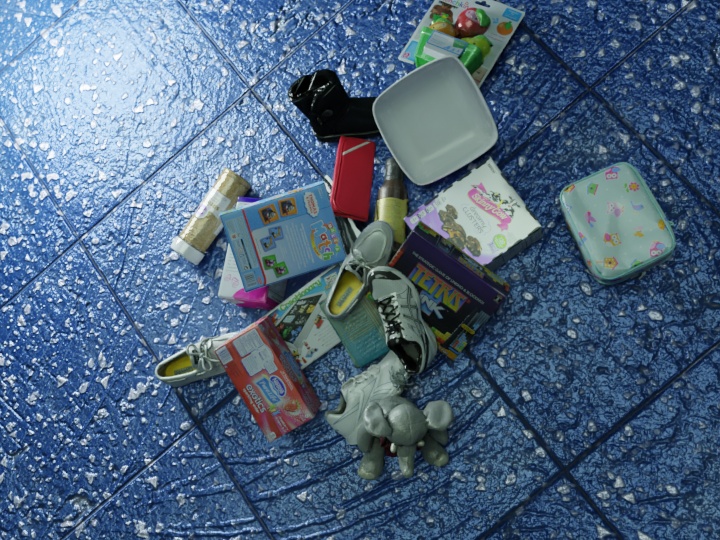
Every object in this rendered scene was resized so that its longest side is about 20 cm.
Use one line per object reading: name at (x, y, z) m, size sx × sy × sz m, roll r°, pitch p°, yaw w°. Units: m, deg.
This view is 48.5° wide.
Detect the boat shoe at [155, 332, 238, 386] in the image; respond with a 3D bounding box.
boat shoe at (-0.308, 0.168, 1.547) m, size 0.201 × 0.086 × 0.075 m, roll -19°, pitch 72°, yaw 10°

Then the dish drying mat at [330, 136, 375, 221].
dish drying mat at (-0.014, -0.182, 1.549) m, size 0.076 × 0.018 × 0.201 m, roll 12°, pitch 53°, yaw -8°

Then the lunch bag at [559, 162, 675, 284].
lunch bag at (0.458, -0.081, 1.414) m, size 0.160 × 0.077 × 0.201 m, roll -25°, pitch 72°, yaw 7°

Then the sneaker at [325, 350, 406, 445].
sneaker at (0.015, 0.218, 1.446) m, size 0.087 × 0.074 × 0.201 m, roll 36°, pitch 85°, yaw -16°

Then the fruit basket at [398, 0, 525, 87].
fruit basket at (0.198, -0.467, 1.573) m, size 0.184 × 0.094 × 0.201 m, roll 28°, pitch 82°, yaw 20°

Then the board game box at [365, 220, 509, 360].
board game box at (0.135, 0.037, 1.414) m, size 0.199 × 0.057 × 0.166 m, roll 35°, pitch 120°, yaw 1°

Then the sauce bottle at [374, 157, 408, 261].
sauce bottle at (0.061, -0.120, 1.535) m, size 0.064 × 0.065 × 0.201 m, roll 1°, pitch 71°, yaw 15°

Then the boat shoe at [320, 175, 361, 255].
boat shoe at (-0.041, -0.092, 1.553) m, size 0.060 × 0.076 × 0.201 m, roll -28°, pitch 70°, yaw 1°

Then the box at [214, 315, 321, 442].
box at (-0.168, 0.197, 1.469) m, size 0.099 × 0.095 × 0.201 m, roll -31°, pitch 93°, yaw 10°

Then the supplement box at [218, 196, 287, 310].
supplement box at (-0.197, -0.030, 1.566) m, size 0.100 × 0.103 × 0.201 m, roll 7°, pitch 77°, yaw 16°

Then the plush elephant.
plush elephant at (0.074, 0.276, 1.351) m, size 0.163 × 0.155 × 0.202 m, roll -3°, pitch 98°, yaw -2°

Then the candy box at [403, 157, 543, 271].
candy box at (0.210, -0.081, 1.483) m, size 0.199 × 0.072 × 0.168 m, roll -35°, pitch 71°, yaw 5°

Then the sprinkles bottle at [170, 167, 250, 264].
sprinkles bottle at (-0.306, -0.111, 1.634) m, size 0.068 × 0.068 × 0.201 m, roll 33°, pitch 86°, yaw 20°

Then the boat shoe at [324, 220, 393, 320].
boat shoe at (-0.004, -0.002, 1.433) m, size 0.074 × 0.086 × 0.203 m, roll 34°, pitch 88°, yaw 1°

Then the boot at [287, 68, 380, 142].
boot at (-0.026, -0.327, 1.556) m, size 0.199 × 0.168 × 0.077 m, roll -11°, pitch 67°, yaw 12°

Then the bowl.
bowl at (0.140, -0.287, 1.522) m, size 0.199 × 0.075 × 0.201 m, roll -29°, pitch 103°, yaw 9°

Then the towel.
towel at (0.043, 0.073, 1.488) m, size 0.199 × 0.022 × 0.147 m, roll -31°, pitch 92°, yaw -2°

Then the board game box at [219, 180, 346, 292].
board game box at (-0.140, -0.062, 1.466) m, size 0.199 × 0.037 × 0.152 m, roll -17°, pitch 104°, yaw -3°

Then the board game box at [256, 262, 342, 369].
board game box at (-0.081, 0.089, 1.519) m, size 0.199 × 0.035 × 0.127 m, roll -36°, pitch 92°, yaw 4°

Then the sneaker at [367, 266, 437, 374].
sneaker at (0.070, 0.087, 1.377) m, size 0.075 × 0.088 × 0.201 m, roll -24°, pitch 104°, yaw 31°
